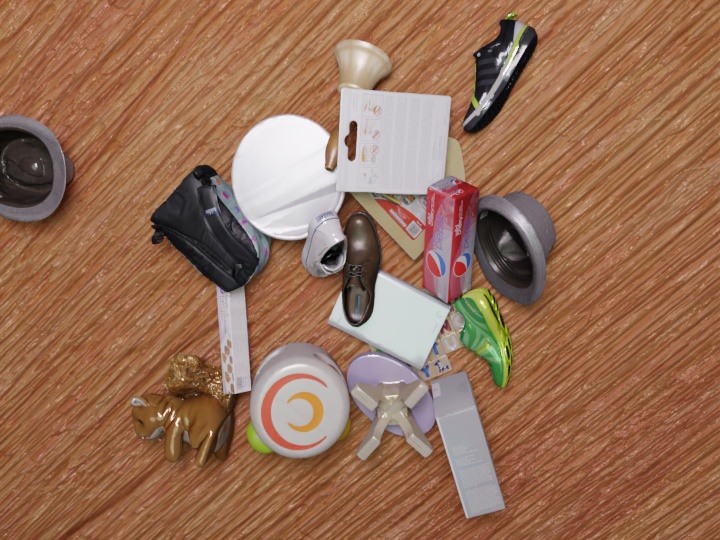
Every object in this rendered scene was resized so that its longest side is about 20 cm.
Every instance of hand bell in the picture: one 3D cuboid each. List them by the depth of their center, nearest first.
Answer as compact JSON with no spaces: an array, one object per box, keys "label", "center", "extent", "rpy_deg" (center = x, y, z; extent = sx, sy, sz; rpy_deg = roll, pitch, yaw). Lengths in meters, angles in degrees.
[{"label":"hand bell","center":[-0.021,-0.256,1.024],"extent":[0.102,0.104,0.205],"rpy_deg":[16,77,-2]}]

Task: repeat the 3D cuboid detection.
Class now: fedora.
[{"label":"fedora","center":[0.273,-0.053,1.083],"extent":[0.089,0.176,0.203],"rpy_deg":[-33,119,-19]},{"label":"fedora","center":[-0.583,-0.181,1.110],"extent":[0.194,0.090,0.182],"rpy_deg":[1,101,9]}]

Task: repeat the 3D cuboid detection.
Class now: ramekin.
[{"label":"ramekin","center":[-0.120,-0.159,1.088],"extent":[0.196,0.094,0.208],"rpy_deg":[0,98,-2]}]

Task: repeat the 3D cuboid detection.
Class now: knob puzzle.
[{"label":"knob puzzle","center":[0.102,-0.154,1.117],"extent":[0.213,0.030,0.226],"rpy_deg":[-3,103,-12]}]

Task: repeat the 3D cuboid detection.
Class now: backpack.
[{"label":"backpack","center":[-0.247,-0.068,1.104],"extent":[0.166,0.127,0.200],"rpy_deg":[-40,99,25]}]

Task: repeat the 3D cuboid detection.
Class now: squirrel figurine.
[{"label":"squirrel figurine","center":[-0.335,0.255,1.194],"extent":[0.182,0.141,0.205],"rpy_deg":[16,89,9]}]

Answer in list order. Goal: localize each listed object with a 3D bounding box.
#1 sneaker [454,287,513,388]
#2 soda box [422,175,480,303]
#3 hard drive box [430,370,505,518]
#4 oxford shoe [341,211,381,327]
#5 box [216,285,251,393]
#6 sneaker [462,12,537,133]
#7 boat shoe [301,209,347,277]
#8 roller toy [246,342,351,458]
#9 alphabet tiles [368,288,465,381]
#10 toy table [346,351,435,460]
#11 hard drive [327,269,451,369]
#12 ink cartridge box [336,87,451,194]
[{"label":"sneaker","center":[0.229,0.124,1.161],"extent":[0.082,0.074,0.204],"rpy_deg":[-12,111,29]},{"label":"soda box","center":[0.153,-0.051,1.079],"extent":[0.063,0.070,0.204],"rpy_deg":[-24,129,-31]},{"label":"hard drive box","center":[0.195,0.314,1.157],"extent":[0.075,0.156,0.205],"rpy_deg":[-16,101,7]},{"label":"oxford shoe","center":[0.000,0.000,1.105],"extent":[0.071,0.084,0.206],"rpy_deg":[-1,97,7]},{"label":"box","center":[-0.233,0.122,1.157],"extent":[0.038,0.041,0.206],"rpy_deg":[-7,87,41]},{"label":"sneaker","center":[0.220,-0.333,1.068],"extent":[0.082,0.071,0.203],"rpy_deg":[36,102,19]},{"label":"boat shoe","center":[-0.058,-0.025,1.074],"extent":[0.072,0.201,0.066],"rpy_deg":[-27,71,-12]},{"label":"roller toy","center":[-0.110,0.233,1.159],"extent":[0.194,0.140,0.188],"rpy_deg":[1,98,-7]},{"label":"alphabet tiles","center":[0.114,0.127,1.194],"extent":[0.196,0.008,0.170],"rpy_deg":[-23,100,8]},{"label":"toy table","center":[0.056,0.252,1.163],"extent":[0.197,0.117,0.187],"rpy_deg":[29,104,-4]},{"label":"hard drive","center":[0.053,0.080,1.169],"extent":[0.196,0.026,0.134],"rpy_deg":[26,100,0]},{"label":"ink cartridge box","center":[0.050,-0.210,1.041],"extent":[0.195,0.050,0.167],"rpy_deg":[-1,103,-19]}]
